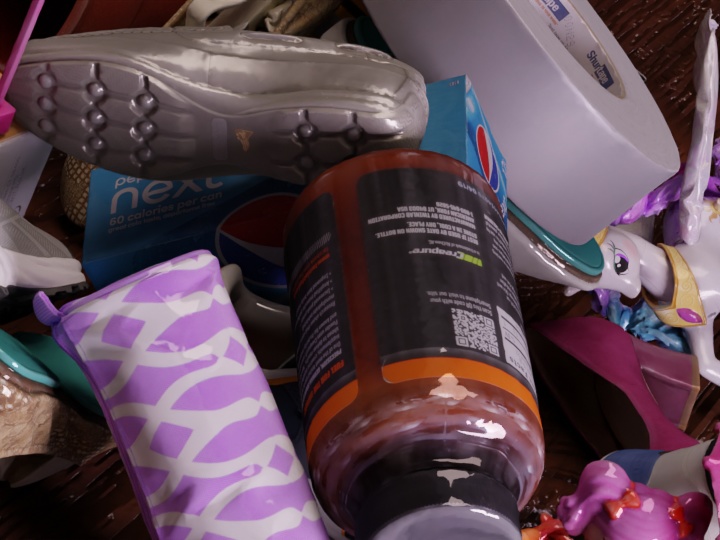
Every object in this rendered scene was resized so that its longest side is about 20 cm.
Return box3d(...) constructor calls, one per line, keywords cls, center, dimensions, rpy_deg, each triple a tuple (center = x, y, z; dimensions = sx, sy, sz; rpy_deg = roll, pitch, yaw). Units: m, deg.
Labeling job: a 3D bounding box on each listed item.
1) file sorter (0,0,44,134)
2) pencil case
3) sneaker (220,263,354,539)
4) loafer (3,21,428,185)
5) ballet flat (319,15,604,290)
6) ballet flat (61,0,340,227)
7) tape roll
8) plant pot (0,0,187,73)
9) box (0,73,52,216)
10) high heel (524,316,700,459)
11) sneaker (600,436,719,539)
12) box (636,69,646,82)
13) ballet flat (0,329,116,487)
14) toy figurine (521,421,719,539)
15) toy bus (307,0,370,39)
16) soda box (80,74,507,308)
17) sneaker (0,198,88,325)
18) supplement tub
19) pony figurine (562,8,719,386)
box3d(cls="file sorter", center=(-0.245, -0.128, 1.299), dimensions=(0.139, 0.126, 0.200), rpy_deg=(38, 32, 19))
box3d(cls="pencil case", center=(-0.068, 0.092, 1.287), dimensions=(0.085, 0.084, 0.201), rpy_deg=(-20, 82, -15))
box3d(cls="sneaker", center=(-0.012, 0.077, 1.410), dimensions=(0.200, 0.080, 0.078), rpy_deg=(36, 29, -1))
box3d(cls="loafer", center=(-0.067, -0.082, 1.395), dimensions=(0.199, 0.070, 0.070), rpy_deg=(9, 37, 4))
box3d(cls="ballet flat", center=(0.042, -0.050, 1.566), dimensions=(0.200, 0.069, 0.070), rpy_deg=(43, 26, -17))
box3d(cls="ballet flat", center=(-0.089, -0.109, 1.535), dimensions=(0.070, 0.200, 0.065), rpy_deg=(36, -11, 25))
box3d(cls="tape roll", center=(0.081, -0.112, 1.547), dimensions=(0.200, 0.066, 0.201), rpy_deg=(48, 16, -19))
box3d(cls="plant pot", center=(-0.134, -0.187, 1.641), dimensions=(0.195, 0.201, 0.201), rpy_deg=(3, 37, -47))
box3d(cls="box", center=(-0.266, -0.047, 1.390), dimensions=(0.152, 0.107, 0.200), rpy_deg=(36, 31, 16))
box3d(cls="high heel", center=(0.126, 0.092, 1.536), dimensions=(0.096, 0.068, 0.200), rpy_deg=(13, 26, -3))
box3d(cls="sneaker", center=(0.211, 0.144, 1.407), dimensions=(0.199, 0.115, 0.081), rpy_deg=(40, 51, -19))
box3d(cls="box", center=(0.058, -0.148, 1.855), dimensions=(0.200, 0.050, 0.159), rpy_deg=(42, 36, 24))
box3d(cls="ballet flat", center=(-0.157, 0.063, 1.333), dimensions=(0.070, 0.065, 0.200), rpy_deg=(42, 3, 18))
box3d(cls="toy figurine", center=(0.122, 0.144, 1.320), dimensions=(0.199, 0.185, 0.150), rpy_deg=(21, 31, -9))
box3d(cls="toy bus", center=(0.011, -0.103, 1.667), dimensions=(0.065, 0.078, 0.200), rpy_deg=(42, -1, 26))
box3d(cls="soda box", center=(-0.031, -0.028, 1.443), dimensions=(0.199, 0.064, 0.068), rpy_deg=(-14, 43, 15))
box3d(cls="sneaker", center=(-0.176, -0.014, 1.311), dimensions=(0.200, 0.074, 0.080), rpy_deg=(23, 47, -78))
box3d(cls="supplement tub", center=(0.024, 0.049, 1.318), dimensions=(0.106, 0.107, 0.201), rpy_deg=(14, 44, -21))
box3d(cls="pony figurine", center=(0.189, -0.023, 1.680), dimensions=(0.199, 0.167, 0.194), rpy_deg=(25, 44, -15))
